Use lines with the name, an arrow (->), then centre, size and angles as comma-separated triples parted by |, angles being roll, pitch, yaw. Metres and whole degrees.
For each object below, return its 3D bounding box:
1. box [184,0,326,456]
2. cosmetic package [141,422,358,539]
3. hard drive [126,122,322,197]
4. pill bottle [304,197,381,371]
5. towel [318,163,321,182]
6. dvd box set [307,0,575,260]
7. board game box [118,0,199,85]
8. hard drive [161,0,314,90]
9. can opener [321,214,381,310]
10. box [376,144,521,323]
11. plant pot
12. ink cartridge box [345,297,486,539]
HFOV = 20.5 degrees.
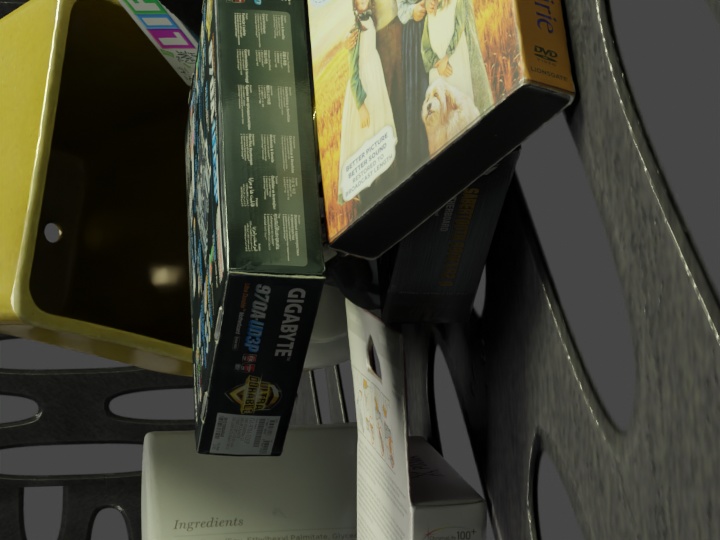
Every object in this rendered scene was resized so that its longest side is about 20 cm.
box -> -0.055, -0.035, 0.963 | 0.159, 0.046, 0.201 | 105, 163, -54
cosmetic package -> -0.056, 0.225, 1.277 | 0.165, 0.164, 0.201 | 100, 166, -54
hard drive -> -0.092, -0.052, 1.386 | 0.140, 0.033, 0.200 | -56, -23, 14
pill bottle -> -0.037, 0.011, 1.314 | 0.200, 0.108, 0.110 | 150, 119, -81
towel -> -0.046, -0.158, 1.345 | 0.152, 0.023, 0.202 | -33, -65, -60
dvd box set -> 0.027, -0.125, 0.870 | 0.146, 0.029, 0.201 | -37, 48, 45
board game box -> -0.077, -0.222, 1.094 | 0.135, 0.034, 0.201 | 51, -126, -45
hard drive -> -0.044, -0.210, 1.071 | 0.139, 0.033, 0.201 | 40, -118, -51
can opener -> 0.000, 0.000, 1.112 | 0.067, 0.053, 0.200 | 59, -173, 9
box -> 0.033, -0.098, 0.988 | 0.159, 0.048, 0.201 | 100, 167, -58
plant pot -> -0.163, -0.040, 1.198 | 0.199, 0.195, 0.196 | -7, 72, 49
ink cartridge box -> 0.028, 0.110, 1.069 | 0.200, 0.044, 0.178 | -148, 56, -81
